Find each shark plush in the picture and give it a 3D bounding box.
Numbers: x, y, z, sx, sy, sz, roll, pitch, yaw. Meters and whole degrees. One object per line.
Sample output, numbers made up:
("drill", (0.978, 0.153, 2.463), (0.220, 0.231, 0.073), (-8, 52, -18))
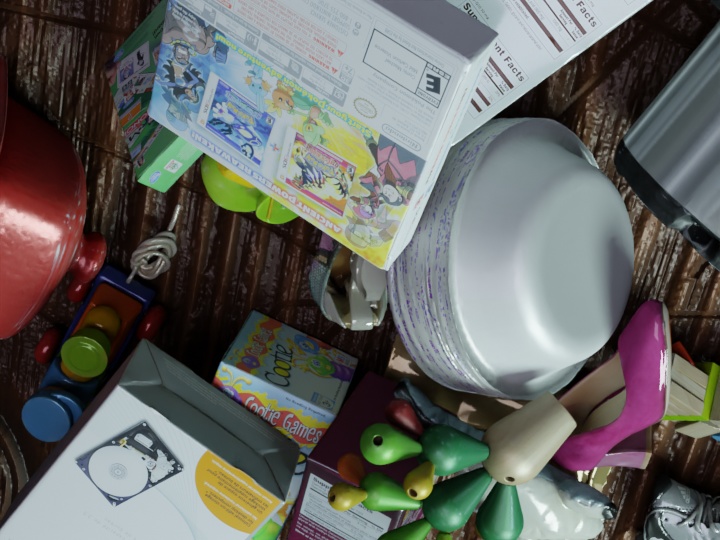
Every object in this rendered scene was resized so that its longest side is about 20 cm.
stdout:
("shark plush", (0.103, 0.156, 0.953), (0.200, 0.083, 0.091), (26, 118, -4))

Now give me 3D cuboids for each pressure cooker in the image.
("pressure cooker", (0.296, -0.097, 0.835), (0.179, 0.176, 0.200), (46, 112, 21))

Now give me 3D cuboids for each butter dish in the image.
("butter dish", (-0.273, -0.033, 0.982), (0.147, 0.200, 0.200), (23, 116, -26))

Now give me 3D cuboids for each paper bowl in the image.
("paper bowl", (0.119, -0.008, 0.883), (0.104, 0.200, 0.201), (5, 118, 45))

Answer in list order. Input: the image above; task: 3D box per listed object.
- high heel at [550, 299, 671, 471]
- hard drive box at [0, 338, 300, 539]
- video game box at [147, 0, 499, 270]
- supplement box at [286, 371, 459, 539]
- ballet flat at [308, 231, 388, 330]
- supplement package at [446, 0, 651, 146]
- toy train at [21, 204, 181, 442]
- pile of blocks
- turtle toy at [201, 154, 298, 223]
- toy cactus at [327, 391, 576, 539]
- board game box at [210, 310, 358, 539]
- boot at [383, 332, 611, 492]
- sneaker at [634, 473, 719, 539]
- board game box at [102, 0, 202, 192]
("high heel", (0.173, 0.089, 0.908), (0.096, 0.068, 0.200), (4, 137, 7))
("hard drive box", (-0.169, 0.179, 0.968), (0.156, 0.077, 0.200), (36, 114, -10))
("video game box", (-0.032, -0.119, 0.767), (0.200, 0.047, 0.182), (34, 136, 10))
("supplement box", (0.002, 0.197, 1.009), (0.085, 0.110, 0.200), (26, 133, 13))
("ballet flat", (0.000, 0.000, 0.938), (0.069, 0.071, 0.200), (-7, 147, -12))
("supplement package", (0.097, -0.213, 0.817), (0.200, 0.191, 0.147), (-35, 102, 20))
("toy train", (-0.210, 0.042, 1.014), (0.084, 0.116, 0.200), (30, 114, -7))
("pile of blocks", (0.302, 0.103, 0.993), (0.199, 0.082, 0.062), (22, 71, -9))
("turtle toy", (-0.043, -0.100, 0.930), (0.200, 0.101, 0.146), (-36, 142, 30))
("toy cactus", (0.075, 0.147, 0.858), (0.165, 0.102, 0.200), (-39, 116, -4))
("board game box", (-0.093, 0.156, 1.048), (0.103, 0.105, 0.200), (25, 114, 0))
("boot", (0.105, 0.152, 1.039), (0.199, 0.066, 0.176), (16, 102, 3))
("sneaker", (0.298, 0.198, 1.003), (0.115, 0.075, 0.200), (41, 126, -1))
("board game box", (-0.107, -0.171, 0.909), (0.200, 0.135, 0.029), (-42, 139, 22))
